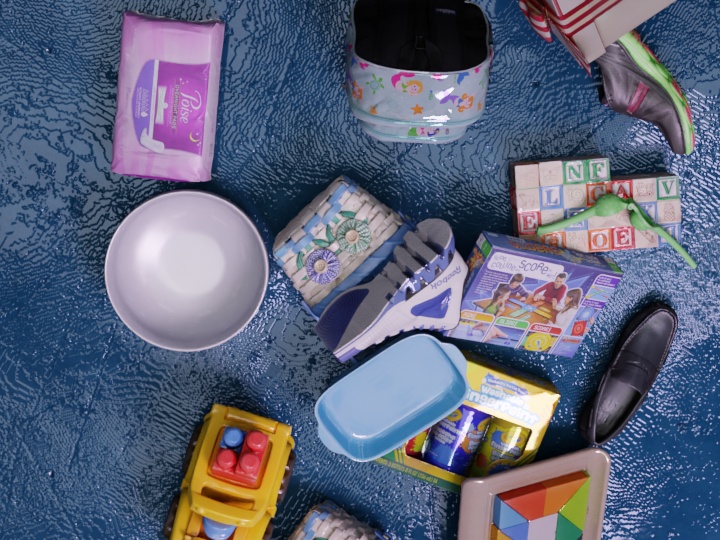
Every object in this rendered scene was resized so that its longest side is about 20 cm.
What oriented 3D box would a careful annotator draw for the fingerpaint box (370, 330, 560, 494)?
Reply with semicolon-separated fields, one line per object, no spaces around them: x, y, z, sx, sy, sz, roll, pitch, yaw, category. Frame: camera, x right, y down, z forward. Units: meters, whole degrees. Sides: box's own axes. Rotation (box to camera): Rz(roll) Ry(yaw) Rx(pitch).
0.126;0.189;1.676;0.200;0.073;0.167;21;99;-4;fingerpaint box

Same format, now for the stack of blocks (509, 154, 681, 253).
0.288;-0.083;1.641;0.200;0.059;0.115;-4;99;0;stack of blocks

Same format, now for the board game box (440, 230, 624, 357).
0.205;0.032;1.609;0.200;0.034;0.135;12;120;-30;board game box

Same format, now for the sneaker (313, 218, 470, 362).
0.055;0.045;1.526;0.199;0.081;0.115;-42;128;3;sneaker

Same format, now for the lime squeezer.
0.317;-0.053;1.597;0.200;0.038;0.071;12;99;-3;lime squeezer

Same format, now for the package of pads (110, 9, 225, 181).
-0.232;-0.210;1.609;0.120;0.076;0.200;6;99;0;package of pads

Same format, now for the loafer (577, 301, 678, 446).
0.341;0.133;1.670;0.068;0.070;0.201;28;98;-5;loafer

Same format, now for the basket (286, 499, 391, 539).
-0.016;0.404;1.676;0.200;0.139;0.176;36;96;4;basket

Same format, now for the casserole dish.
0.036;0.147;1.603;0.200;0.039;0.121;-34;114;8;casserole dish

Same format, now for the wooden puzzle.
0.218;0.321;1.663;0.200;0.037;0.185;-9;118;-20;wooden puzzle

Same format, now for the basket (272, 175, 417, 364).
0.000;0.000;1.605;0.200;0.139;0.176;42;96;-12;basket

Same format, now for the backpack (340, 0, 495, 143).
0.066;-0.231;1.547;0.177;0.200;0.151;3;119;-2;backpack

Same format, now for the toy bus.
-0.154;0.261;1.603;0.136;0.192;0.200;18;71;-3;toy bus

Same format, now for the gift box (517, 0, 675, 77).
0.258;-0.350;1.519;0.187;0.185;0.200;-33;141;5;gift box

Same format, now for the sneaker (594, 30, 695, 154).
0.337;-0.219;1.622;0.084;0.077;0.200;-37;94;23;sneaker

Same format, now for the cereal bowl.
-0.209;-0.004;1.638;0.200;0.083;0.200;0;99;0;cereal bowl
